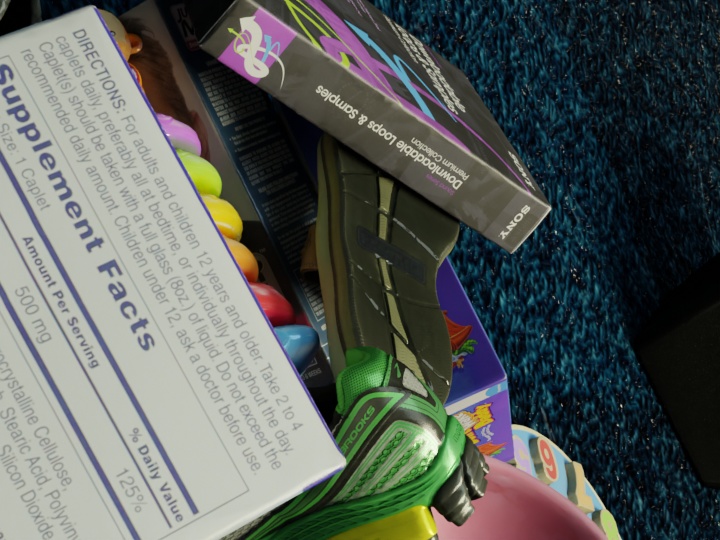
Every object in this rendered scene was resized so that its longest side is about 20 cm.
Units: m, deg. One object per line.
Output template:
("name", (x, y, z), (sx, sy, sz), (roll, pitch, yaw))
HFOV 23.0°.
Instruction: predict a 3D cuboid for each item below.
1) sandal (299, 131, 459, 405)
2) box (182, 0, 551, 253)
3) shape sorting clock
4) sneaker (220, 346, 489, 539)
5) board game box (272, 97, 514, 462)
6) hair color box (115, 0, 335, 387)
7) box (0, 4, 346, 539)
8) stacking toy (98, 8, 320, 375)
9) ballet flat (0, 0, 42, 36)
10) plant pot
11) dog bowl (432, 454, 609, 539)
("sandal", (-0.001, 0.000, 0.800), (0.080, 0.057, 0.201), (35, 33, -21))
("box", (-0.006, -0.101, 0.844), (0.200, 0.036, 0.143), (33, 19, -34))
("shape sorting clock", (0.128, 0.189, 1.100), (0.200, 0.039, 0.200), (38, 39, -40))
("sneaker", (-0.052, 0.086, 0.716), (0.085, 0.200, 0.078), (58, 21, -17))
("board game box", (0.019, 0.004, 0.945), (0.135, 0.045, 0.200), (75, -10, -66))
("hair color box", (-0.077, -0.026, 0.857), (0.060, 0.100, 0.200), (-30, 95, -59))
("box", (-0.142, 0.039, 0.589), (0.200, 0.105, 0.184), (-26, 84, -29))
("stacking toy", (-0.098, -0.028, 0.780), (0.116, 0.110, 0.201), (-11, 74, -16))
("ballet flat", (-0.165, -0.044, 0.770), (0.066, 0.057, 0.201), (22, 51, -50))
("plant pot", (0.334, 0.065, 1.387), (0.200, 0.177, 0.200), (62, 28, -6))
("dog bowl", (0.047, 0.165, 0.846), (0.200, 0.074, 0.200), (16, 35, -12))
